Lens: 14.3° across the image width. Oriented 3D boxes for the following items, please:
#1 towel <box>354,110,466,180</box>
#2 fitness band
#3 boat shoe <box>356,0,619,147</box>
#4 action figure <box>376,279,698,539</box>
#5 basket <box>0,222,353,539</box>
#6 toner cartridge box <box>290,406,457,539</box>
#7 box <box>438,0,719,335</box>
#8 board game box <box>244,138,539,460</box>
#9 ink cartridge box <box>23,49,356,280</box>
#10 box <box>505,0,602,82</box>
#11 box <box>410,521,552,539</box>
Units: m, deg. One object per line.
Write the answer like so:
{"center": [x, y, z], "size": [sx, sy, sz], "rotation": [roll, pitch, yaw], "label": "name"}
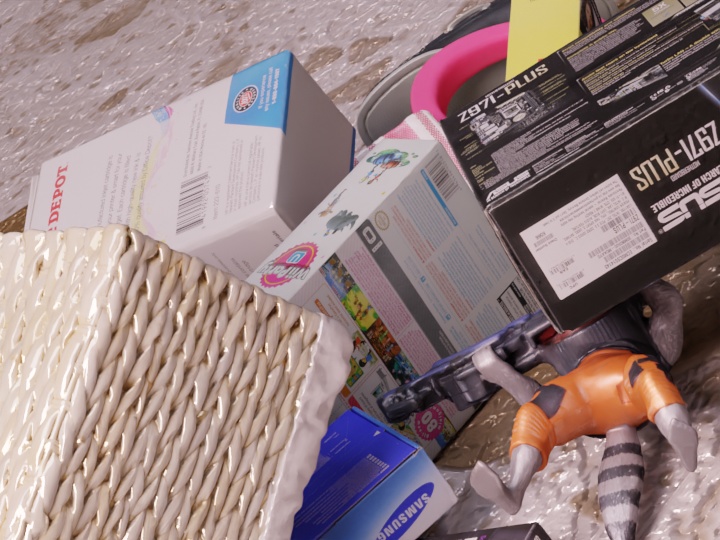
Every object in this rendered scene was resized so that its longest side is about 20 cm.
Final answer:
{"center": [0.000, 0.000, 1.805], "size": [0.200, 0.030, 0.146], "rotation": [-37, 56, -1], "label": "towel"}
{"center": [0.119, -0.107, 1.867], "size": [0.144, 0.037, 0.200], "rotation": [-35, 41, -14], "label": "fitness band"}
{"center": [0.084, -0.143, 1.993], "size": [0.200, 0.076, 0.060], "rotation": [-24, 25, -5], "label": "boat shoe"}
{"center": [0.109, 0.075, 1.546], "size": [0.200, 0.105, 0.193], "rotation": [-27, 18, 21], "label": "action figure"}
{"center": [-0.143, 0.088, 1.492], "size": [0.198, 0.161, 0.200], "rotation": [-3, 63, 49], "label": "basket"}
{"center": [-0.049, 0.163, 1.554], "size": [0.200, 0.043, 0.095], "rotation": [-41, 25, -10], "label": "toner cartridge box"}
{"center": [0.157, -0.074, 1.539], "size": [0.200, 0.086, 0.164], "rotation": [-31, 21, 4], "label": "box"}
{"center": [0.002, 0.042, 1.663], "size": [0.200, 0.148, 0.064], "rotation": [-47, 29, -25], "label": "board game box"}
{"center": [-0.109, -0.029, 1.784], "size": [0.200, 0.085, 0.145], "rotation": [-21, 41, 24], "label": "ink cartridge box"}
{"center": [0.121, -0.090, 1.768], "size": [0.050, 0.075, 0.200], "rotation": [-9, 45, 17], "label": "box"}
{"center": [-0.001, 0.202, 1.514], "size": [0.200, 0.036, 0.143], "rotation": [-12, 33, 39], "label": "box"}
